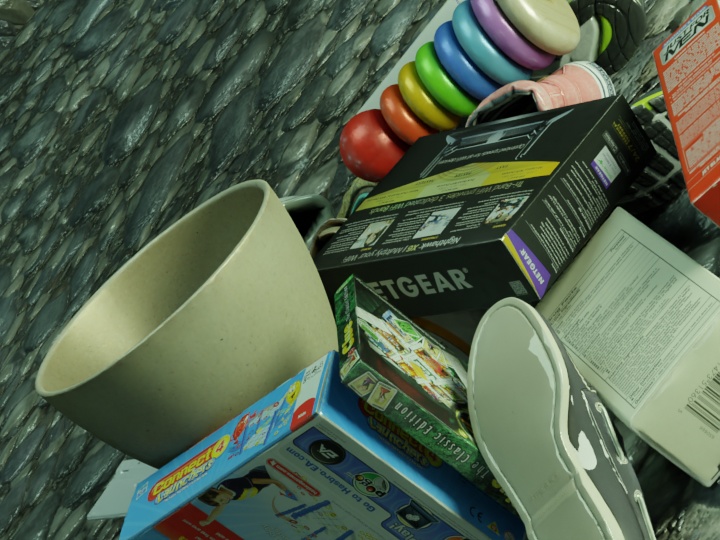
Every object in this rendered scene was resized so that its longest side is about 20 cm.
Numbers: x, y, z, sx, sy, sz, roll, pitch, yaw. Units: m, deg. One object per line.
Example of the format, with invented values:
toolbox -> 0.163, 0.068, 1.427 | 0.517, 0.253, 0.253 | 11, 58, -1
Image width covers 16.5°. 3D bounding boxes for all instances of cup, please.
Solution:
cup -> -0.091, 0.060, 1.615 | 0.200, 0.143, 0.200 | -37, 17, 14

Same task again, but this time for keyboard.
keyboard -> -0.125, 0.153, 1.796 | 0.200, 0.011, 0.056 | -12, 41, 47

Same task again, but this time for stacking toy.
stacking toy -> 0.064, -0.136, 1.812 | 0.200, 0.085, 0.085 | -41, 24, 25

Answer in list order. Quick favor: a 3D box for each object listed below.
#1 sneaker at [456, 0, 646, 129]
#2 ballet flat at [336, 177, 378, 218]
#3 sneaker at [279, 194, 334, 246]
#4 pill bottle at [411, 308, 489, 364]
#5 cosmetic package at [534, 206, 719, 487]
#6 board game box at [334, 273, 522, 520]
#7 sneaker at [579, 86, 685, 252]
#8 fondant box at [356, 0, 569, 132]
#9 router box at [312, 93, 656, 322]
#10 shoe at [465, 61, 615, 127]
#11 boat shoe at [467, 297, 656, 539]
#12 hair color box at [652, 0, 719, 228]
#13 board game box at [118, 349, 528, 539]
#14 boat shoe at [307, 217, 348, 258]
sneaker -> 0.150, -0.143, 1.880 | 0.200, 0.074, 0.081 | -44, -1, 28
ballet flat -> 0.006, -0.028, 1.946 | 0.200, 0.071, 0.071 | 118, 175, -55
sneaker -> -0.100, 0.000, 1.875 | 0.200, 0.074, 0.088 | -42, 5, -27
pill bottle -> 0.030, 0.084, 1.704 | 0.111, 0.111, 0.200 | -16, 41, 57
cosmetic package -> 0.183, 0.043, 1.512 | 0.105, 0.071, 0.200 | -51, 21, 5
board game box -> 0.064, 0.090, 1.502 | 0.023, 0.200, 0.105 | -45, 22, 17
sneaker -> 0.165, -0.067, 1.731 | 0.200, 0.074, 0.081 | -40, 20, 24
fondant box -> 0.102, -0.182, 1.925 | 0.200, 0.058, 0.144 | -51, -15, 30
router box -> 0.077, -0.038, 1.645 | 0.200, 0.052, 0.157 | -9, 32, 49
shoe -> 0.096, -0.078, 1.809 | 0.091, 0.072, 0.200 | -16, -22, -47
boat shoe -> 0.120, 0.108, 1.444 | 0.073, 0.063, 0.200 | -40, 54, 30
hair color box -> 0.246, -0.076, 1.520 | 0.064, 0.111, 0.200 | -42, 23, 23
board game box -> -0.012, 0.164, 1.541 | 0.196, 0.200, 0.056 | -35, 28, 36
boat shoe -> 0.000, 0.000, 1.789 | 0.074, 0.074, 0.200 | 6, 30, 34
